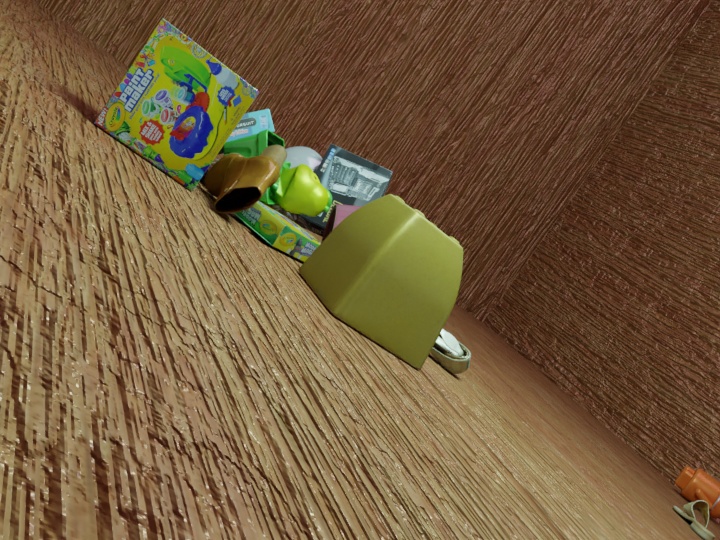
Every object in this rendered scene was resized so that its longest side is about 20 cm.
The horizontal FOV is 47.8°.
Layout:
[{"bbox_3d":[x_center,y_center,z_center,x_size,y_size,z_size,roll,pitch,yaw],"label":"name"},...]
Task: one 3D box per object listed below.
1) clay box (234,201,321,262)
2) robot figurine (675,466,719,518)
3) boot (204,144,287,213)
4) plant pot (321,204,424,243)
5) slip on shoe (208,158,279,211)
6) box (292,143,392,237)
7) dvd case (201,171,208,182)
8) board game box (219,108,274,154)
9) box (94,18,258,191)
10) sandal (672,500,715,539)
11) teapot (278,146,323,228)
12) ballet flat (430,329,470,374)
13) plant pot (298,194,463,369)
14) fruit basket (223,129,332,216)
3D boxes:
[{"bbox_3d":[-0.146,-0.072,1.481,0.114,0.048,0.199,38,4,29],"label":"clay box"},{"bbox_3d":[1.172,0.758,2.761,0.199,0.117,0.144,37,-16,21],"label":"robot figurine"},{"bbox_3d":[-0.222,-0.143,1.388,0.071,0.199,0.145,56,37,-23],"label":"boot"},{"bbox_3d":[0.016,-0.045,1.626,0.176,0.204,0.200,16,9,-11],"label":"plant pot"},{"bbox_3d":[-0.255,-0.190,1.802,0.197,0.062,0.076,22,34,18],"label":"slip on shoe"},{"bbox_3d":[-0.038,-0.160,1.780,0.155,0.202,0.050,25,-26,5],"label":"box"},{"bbox_3d":[-0.245,-0.144,1.647,0.148,0.016,0.199,40,6,27],"label":"dvd case"},{"bbox_3d":[-0.267,-0.267,1.613,0.199,0.148,0.048,178,-104,-70],"label":"board game box"},{"bbox_3d":[-0.307,-0.278,1.363,0.191,0.201,0.122,34,6,-19],"label":"box"},{"bbox_3d":[0.859,0.618,2.052,0.077,0.070,0.212,36,4,4],"label":"sandal"},{"bbox_3d":[-0.166,-0.185,1.878,0.144,0.201,0.199,-15,3,-37],"label":"teapot"},{"bbox_3d":[0.132,0.113,1.541,0.199,0.067,0.063,38,-31,13],"label":"ballet flat"},{"bbox_3d":[0.051,-0.002,1.311,0.193,0.201,0.196,33,6,-29],"label":"plant pot"},{"bbox_3d":[-0.152,-0.184,1.572,0.211,0.159,0.216,0,3,0],"label":"fruit basket"}]
